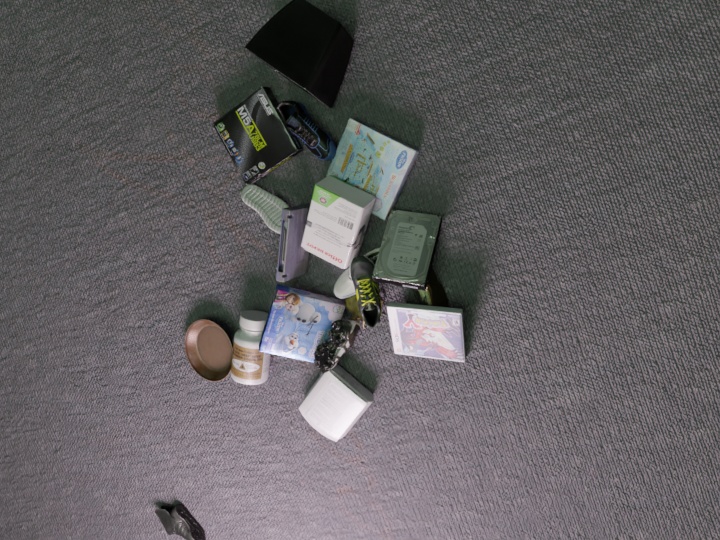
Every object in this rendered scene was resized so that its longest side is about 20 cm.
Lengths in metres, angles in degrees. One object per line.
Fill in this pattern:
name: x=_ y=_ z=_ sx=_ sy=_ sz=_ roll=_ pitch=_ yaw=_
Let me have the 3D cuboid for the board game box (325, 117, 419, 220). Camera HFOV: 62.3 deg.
board game box: x=0.024 y=-0.266 z=1.565 sx=0.199 sy=0.041 sz=0.200 roll=30 pitch=111 yaw=12

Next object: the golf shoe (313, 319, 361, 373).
golf shoe: x=-0.060 y=0.214 z=1.662 sx=0.078 sy=0.094 sz=0.200 roll=54 pitch=130 yaw=25

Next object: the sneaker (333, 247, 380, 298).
sneaker: x=0.000 y=0.000 z=1.601 sx=0.200 sy=0.071 sz=0.073 roll=-41 pitch=69 yaw=11

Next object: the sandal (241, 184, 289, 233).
sandal: x=-0.253 y=-0.177 z=1.688 sx=0.203 sy=0.050 sz=0.083 roll=43 pitch=99 yaw=20

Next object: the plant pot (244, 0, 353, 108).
plant pot: x=-0.131 y=-0.550 z=1.482 sx=0.199 sy=0.200 sz=0.178 roll=36 pitch=101 yaw=9

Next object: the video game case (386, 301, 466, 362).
video game case: x=0.176 y=0.165 z=1.579 sx=0.199 sy=0.023 sz=0.183 roll=4 pitch=130 yaw=19

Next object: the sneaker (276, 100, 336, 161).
sneaker: x=-0.147 y=-0.367 z=1.569 sx=0.070 sy=0.078 sz=0.200 roll=-46 pitch=74 yaw=28

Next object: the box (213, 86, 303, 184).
box: x=-0.285 y=-0.371 z=1.652 sx=0.193 sy=0.048 sz=0.200 roll=-27 pitch=93 yaw=26

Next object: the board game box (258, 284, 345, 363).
board game box: x=-0.166 y=0.156 z=1.686 sx=0.199 sy=0.043 sz=0.200 roll=14 pitch=109 yaw=-15

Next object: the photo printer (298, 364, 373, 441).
photo printer: x=-0.078 y=0.392 z=1.741 sx=0.166 sy=0.069 sz=0.200 roll=38 pitch=113 yaw=9

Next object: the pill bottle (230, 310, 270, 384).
pill bottle: x=-0.320 y=0.226 z=1.767 sx=0.114 sy=0.114 sz=0.201 roll=13 pitch=106 yaw=17

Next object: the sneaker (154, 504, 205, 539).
sneaker: x=-0.626 y=0.889 z=2.068 sx=0.104 sy=0.060 sz=0.200 roll=-42 pitch=81 yaw=22

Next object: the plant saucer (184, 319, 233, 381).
plant saucer: x=-0.462 y=0.245 z=1.856 sx=0.200 sy=0.037 sz=0.201 roll=6 pitch=102 yaw=28

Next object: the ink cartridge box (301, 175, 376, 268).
ink cartridge box: x=-0.061 y=-0.127 z=1.580 sx=0.145 sy=0.084 sz=0.200 roll=27 pitch=127 yaw=13

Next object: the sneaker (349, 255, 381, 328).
sneaker: x=0.023 y=0.059 z=1.540 sx=0.074 sy=0.085 sz=0.200 roll=-15 pitch=113 yaw=1

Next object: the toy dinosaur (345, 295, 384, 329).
toy dinosaur: x=0.008 y=0.088 z=1.645 sx=0.101 sy=0.058 sz=0.200 roll=19 pitch=108 yaw=16

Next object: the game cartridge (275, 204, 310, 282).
game cartridge: x=-0.181 y=-0.077 z=1.636 sx=0.038 sy=0.130 sz=0.201 roll=13 pitch=106 yaw=19

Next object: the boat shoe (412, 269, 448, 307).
boat shoe: x=0.175 y=0.055 z=1.576 sx=0.065 sy=0.073 sz=0.200 roll=-8 pitch=108 yaw=46

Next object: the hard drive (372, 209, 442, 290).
hard drive: x=0.121 y=-0.055 z=1.520 sx=0.139 sy=0.038 sz=0.200 roll=10 pitch=67 yaw=17
